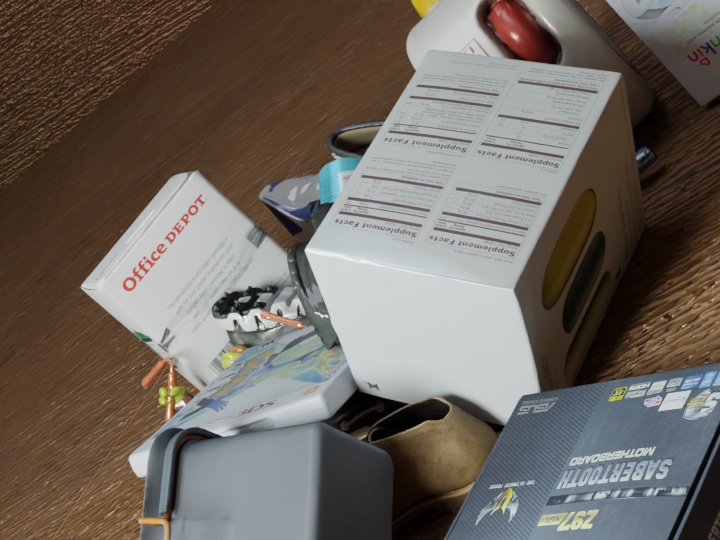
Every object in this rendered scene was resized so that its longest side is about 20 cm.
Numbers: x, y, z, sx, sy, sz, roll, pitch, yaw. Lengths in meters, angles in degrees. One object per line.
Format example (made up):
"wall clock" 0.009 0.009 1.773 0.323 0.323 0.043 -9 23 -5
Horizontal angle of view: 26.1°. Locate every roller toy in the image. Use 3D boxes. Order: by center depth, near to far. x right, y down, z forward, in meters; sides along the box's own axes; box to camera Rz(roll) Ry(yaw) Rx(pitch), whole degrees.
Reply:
"roller toy" 0.131 -0.160 1.262 0.140 0.200 0.183 -42 25 14

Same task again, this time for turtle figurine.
"turtle figurine" -0.116 0.131 1.350 0.200 0.064 0.162 -16 56 32

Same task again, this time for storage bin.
"storage bin" -0.060 0.189 0.999 0.134 0.145 0.200 -20 56 35

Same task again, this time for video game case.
"video game case" -0.057 0.083 1.181 0.182 0.022 0.200 -20 12 30

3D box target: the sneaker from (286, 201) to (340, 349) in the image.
"sneaker" 0.002 -0.012 1.193 0.091 0.076 0.200 -19 25 18

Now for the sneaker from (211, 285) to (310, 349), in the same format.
"sneaker" -0.031 0.054 1.378 0.200 0.091 0.066 -7 23 24

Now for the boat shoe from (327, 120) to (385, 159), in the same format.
"boat shoe" 0.055 -0.112 1.445 0.200 0.060 0.074 2 47 42

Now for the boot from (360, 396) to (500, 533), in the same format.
"boot" 0.016 0.139 1.087 0.200 0.075 0.074 -31 26 42

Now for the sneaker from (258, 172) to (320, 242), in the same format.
"sneaker" -0.013 -0.079 1.605 0.115 0.081 0.199 -48 25 -16

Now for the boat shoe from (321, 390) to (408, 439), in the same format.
"boat shoe" 0.019 0.103 1.173 0.200 0.074 0.060 -20 71 24

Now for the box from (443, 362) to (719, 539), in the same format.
"box" 0.135 0.134 0.875 0.200 0.051 0.158 -18 36 55

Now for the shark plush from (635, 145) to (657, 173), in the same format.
"shark plush" 0.147 -0.023 1.203 0.200 0.091 0.083 -28 45 5

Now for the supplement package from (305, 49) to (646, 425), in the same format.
"supplement package" 0.087 -0.023 1.060 0.150 0.152 0.200 11 52 27

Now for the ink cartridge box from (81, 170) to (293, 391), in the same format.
"ink cartridge box" -0.138 0.024 1.455 0.146 0.200 0.084 -51 18 -14

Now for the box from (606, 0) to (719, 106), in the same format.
"box" 0.254 -0.259 1.216 0.097 0.176 0.200 -35 23 31

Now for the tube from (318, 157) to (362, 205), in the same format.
"tube" 0.000 0.000 1.306 0.077 0.050 0.200 -15 59 14
